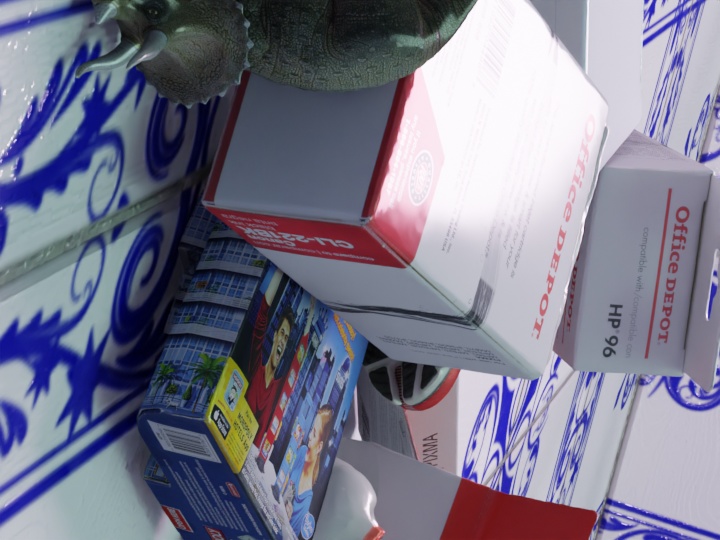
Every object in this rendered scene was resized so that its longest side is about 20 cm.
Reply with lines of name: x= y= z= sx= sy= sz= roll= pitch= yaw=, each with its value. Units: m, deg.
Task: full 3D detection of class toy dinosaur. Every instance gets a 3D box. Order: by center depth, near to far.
toy dinosaur: x=-0.018 y=-0.107 z=0.913 sx=0.077 sy=0.200 sz=0.102 roll=141 pitch=-51 yaw=-65

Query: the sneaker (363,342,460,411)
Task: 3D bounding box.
sneaker: x=0.053 y=0.002 z=1.327 sx=0.085 sy=0.077 sz=0.200 roll=46 pitch=38 yaw=-36

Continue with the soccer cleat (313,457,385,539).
soccer cleat: x=-0.070 y=0.177 z=1.216 sx=0.200 sy=0.078 sz=0.069 roll=-50 pitch=172 yaw=-8

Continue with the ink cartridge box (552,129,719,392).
ink cartridge box: x=0.138 y=-0.013 z=1.292 sx=0.200 sy=0.068 sz=0.116 roll=-135 pitch=-131 yaw=-72

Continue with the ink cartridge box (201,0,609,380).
ink cartridge box: x=0.028 y=-0.052 z=1.029 sx=0.200 sy=0.084 sz=0.144 roll=40 pitch=61 yaw=-56

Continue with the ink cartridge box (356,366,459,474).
ink cartridge box: x=0.038 y=0.112 z=1.414 sx=0.200 sy=0.045 sz=0.176 roll=87 pitch=-14 yaw=-56

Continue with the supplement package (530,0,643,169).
supplement package: x=0.084 y=-0.160 z=1.226 sx=0.156 sy=0.111 sz=0.200 roll=-44 pitch=135 yaw=-66

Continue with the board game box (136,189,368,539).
board game box: x=-0.042 y=0.017 z=1.109 sx=0.200 sy=0.062 sz=0.200 roll=70 pitch=35 yaw=-60

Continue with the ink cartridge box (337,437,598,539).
ink cartridge box: x=0.009 y=0.176 z=1.244 sx=0.050 sy=0.200 sz=0.161 roll=39 pitch=66 yaw=-46
